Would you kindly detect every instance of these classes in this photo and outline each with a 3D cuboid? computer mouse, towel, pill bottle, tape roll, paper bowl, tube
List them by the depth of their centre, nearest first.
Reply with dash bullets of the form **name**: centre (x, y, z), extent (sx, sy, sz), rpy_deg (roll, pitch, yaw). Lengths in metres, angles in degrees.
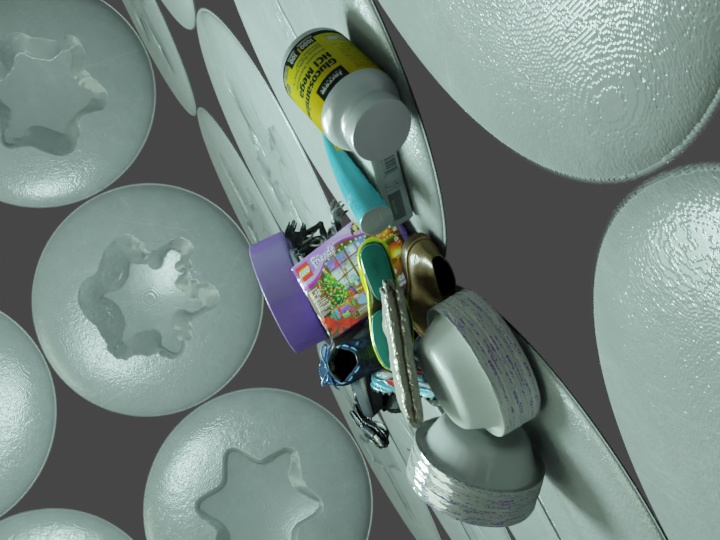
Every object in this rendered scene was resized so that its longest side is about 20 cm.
- **pill bottle**: centre (-0.018, -0.227, 1.326), extent (0.200, 0.112, 0.113), rpy_deg (50, 164, 44)
- **paper bowl**: centre (0.153, 0.136, 1.414), extent (0.202, 0.104, 0.201), rpy_deg (59, 168, 20)
- **towel**: centre (0.055, 0.114, 1.439), extent (0.133, 0.034, 0.203), rpy_deg (-112, 12, -86)
- **paper bowl**: centre (0.173, 0.274, 1.494), extent (0.201, 0.198, 0.106), rpy_deg (45, 128, 55)
- **tube**: centre (-0.015, -0.131, 1.496), extent (0.078, 0.050, 0.201), rpy_deg (79, 165, -46)
- **computer mouse**: centre (0.006, 0.188, 1.706), extent (0.138, 0.052, 0.203), rpy_deg (-144, 54, -63)
- **tape roll**: centre (-0.121, 0.037, 1.754), extent (0.200, 0.065, 0.202), rpy_deg (-24, -89, -87)

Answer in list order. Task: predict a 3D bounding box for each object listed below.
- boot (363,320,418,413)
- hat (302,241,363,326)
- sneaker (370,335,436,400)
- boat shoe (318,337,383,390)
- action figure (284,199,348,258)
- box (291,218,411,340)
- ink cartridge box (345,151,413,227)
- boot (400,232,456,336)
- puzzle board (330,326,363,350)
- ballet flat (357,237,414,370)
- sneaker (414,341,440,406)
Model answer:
- **boot**: centre (0.075, 0.148, 1.702), extent (0.200, 0.076, 0.170), rpy_deg (-25, 75, 60)
- **hat**: centre (-0.009, 0.001, 1.827), extent (0.200, 0.081, 0.202), rpy_deg (33, -144, -28)
- **sneaker**: centre (0.106, 0.151, 1.594), extent (0.079, 0.198, 0.097), rpy_deg (-9, -80, -67)
- **boat shoe**: centre (-0.027, 0.141, 1.632), extent (0.200, 0.068, 0.085), rpy_deg (-39, 65, 56)
- **action figure**: centre (-0.026, -0.066, 1.737), extent (0.119, 0.198, 0.103), rpy_deg (28, -115, -65)
- **box**: centre (0.000, 0.000, 1.612), extent (0.138, 0.199, 0.039), rpy_deg (59, -155, 12)
- **ink cartridge box**: centre (0.003, -0.180, 1.532), extent (0.200, 0.047, 0.161), rpy_deg (53, 167, 48)
- **boot**: centre (0.110, 0.044, 1.518), extent (0.075, 0.073, 0.202), rpy_deg (40, 153, 47)
- **puzzle board**: centre (0.016, 0.130, 1.837), extent (0.199, 0.017, 0.152), rpy_deg (24, -135, -40)
- **ballet flat**: centre (0.039, 0.048, 1.533), extent (0.067, 0.066, 0.203), rpy_deg (-85, -17, -83)
- **sneaker**: centre (0.117, 0.153, 1.781), extent (0.200, 0.077, 0.092), rpy_deg (39, 139, 56)
